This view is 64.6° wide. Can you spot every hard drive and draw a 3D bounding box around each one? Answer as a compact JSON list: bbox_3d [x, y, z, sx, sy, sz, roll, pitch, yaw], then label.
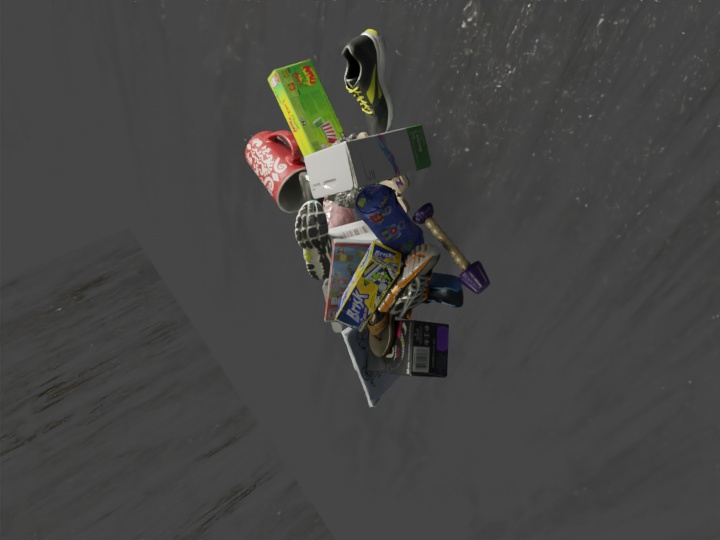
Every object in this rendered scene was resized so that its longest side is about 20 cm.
[{"bbox_3d":[-0.059,0.049,1.476,0.201,0.026,0.134,-77,-24,-62],"label":"hard drive"}]

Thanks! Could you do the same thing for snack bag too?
[{"bbox_3d":[0.034,0.216,1.447,0.021,0.188,0.204,-17,98,32],"label":"snack bag"}]

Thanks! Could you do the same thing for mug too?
[{"bbox_3d":[-0.198,-0.282,1.485,0.200,0.132,0.179,47,116,32],"label":"mug"}]

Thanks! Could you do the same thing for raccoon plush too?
[{"bbox_3d":[0.006,-0.206,1.245,0.197,0.097,0.136,24,125,5],"label":"raccoon plush"}]

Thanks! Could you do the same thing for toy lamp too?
[{"bbox_3d":[0.180,-0.041,1.123,0.201,0.058,0.059,53,150,19],"label":"toy lamp"}]

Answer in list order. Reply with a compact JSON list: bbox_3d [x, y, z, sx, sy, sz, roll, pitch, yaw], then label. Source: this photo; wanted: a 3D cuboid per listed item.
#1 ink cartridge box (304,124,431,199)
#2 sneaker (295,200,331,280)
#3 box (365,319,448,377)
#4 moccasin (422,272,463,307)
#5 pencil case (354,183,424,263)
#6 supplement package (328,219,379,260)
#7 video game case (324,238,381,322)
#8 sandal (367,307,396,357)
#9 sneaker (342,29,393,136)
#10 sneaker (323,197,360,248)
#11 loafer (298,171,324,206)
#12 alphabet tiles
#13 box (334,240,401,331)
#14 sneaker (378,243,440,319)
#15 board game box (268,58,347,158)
[{"bbox_3d":[0.013,-0.206,1.085,0.143,0.198,0.086,-4,104,52],"label":"ink cartridge box"},{"bbox_3d":[-0.106,-0.074,1.311,0.080,0.076,0.203,-92,-2,-53],"label":"sneaker"},{"bbox_3d":[0.106,0.181,1.333,0.199,0.104,0.125,-11,73,60],"label":"box"},{"bbox_3d":[0.139,0.045,1.236,0.199,0.080,0.069,18,137,54],"label":"moccasin"},{"bbox_3d":[0.066,-0.096,1.160,0.200,0.086,0.079,46,-164,-48],"label":"pencil case"},{"bbox_3d":[0.000,0.000,1.349,0.118,0.114,0.204,-118,16,-60],"label":"supplement package"},{"bbox_3d":[-0.003,0.027,1.284,0.018,0.140,0.204,-114,29,-60],"label":"video game case"},{"bbox_3d":[0.046,0.102,1.268,0.082,0.054,0.204,44,131,41],"label":"sandal"},{"bbox_3d":[0.007,-0.354,1.108,0.074,0.084,0.204,25,134,47],"label":"sneaker"},{"bbox_3d":[-0.068,-0.147,1.377,0.075,0.103,0.204,21,133,65],"label":"sneaker"},{"bbox_3d":[-0.110,-0.166,1.449,0.062,0.072,0.203,22,141,29],"label":"loafer"},{"bbox_3d":[0.037,-0.199,1.261,0.202,0.014,0.195,60,149,5],"label":"alphabet tiles"},{"bbox_3d":[0.013,0.037,1.204,0.069,0.065,0.201,23,131,-9],"label":"box"},{"bbox_3d":[0.111,0.025,1.160,0.076,0.079,0.201,28,132,-9],"label":"sneaker"},{"bbox_3d":[-0.117,-0.360,1.285,0.047,0.101,0.203,-17,99,59],"label":"board game box"}]
